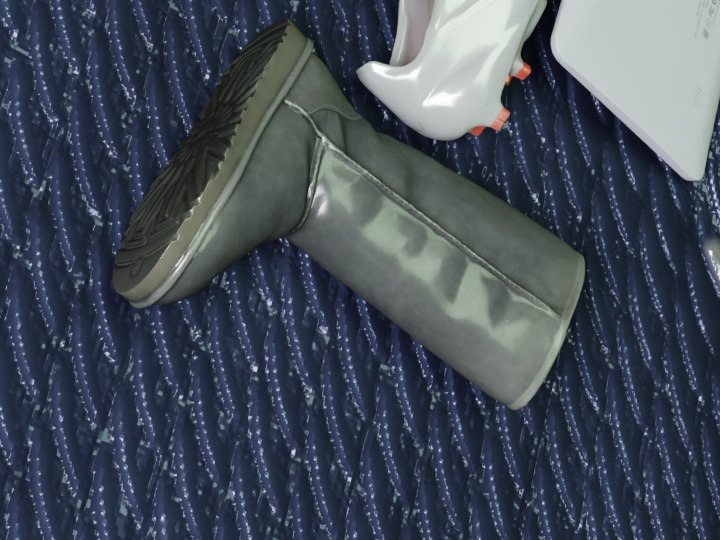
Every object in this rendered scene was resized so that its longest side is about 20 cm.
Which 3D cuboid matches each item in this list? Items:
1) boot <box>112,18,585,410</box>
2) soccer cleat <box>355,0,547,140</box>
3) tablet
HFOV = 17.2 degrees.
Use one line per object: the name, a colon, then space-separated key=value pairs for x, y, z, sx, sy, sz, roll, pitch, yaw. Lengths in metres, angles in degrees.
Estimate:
boot: x=0.001 y=0.000 z=1.097 sx=0.200 sy=0.073 sz=0.182 roll=45 pitch=56 yaw=-20
soccer cleat: x=0.067 y=-0.159 z=1.176 sx=0.077 sy=0.069 sz=0.200 roll=29 pitch=74 yaw=-15
tablet: x=0.163 y=-0.161 z=1.272 sx=0.130 sy=0.014 sz=0.200 roll=38 pitch=54 yaw=-34
